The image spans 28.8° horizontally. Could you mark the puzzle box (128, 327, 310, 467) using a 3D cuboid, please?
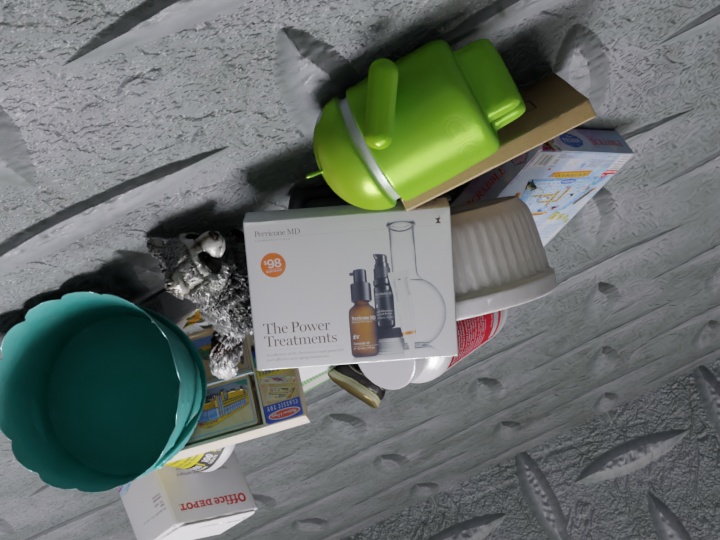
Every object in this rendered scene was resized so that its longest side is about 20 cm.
[{"bbox_3d":[-0.164,0.130,1.534,0.199,0.133,0.025,-17,155,4],"label":"puzzle box"}]

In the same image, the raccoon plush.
[{"bbox_3d":[-0.159,0.043,1.425,0.134,0.097,0.201,-7,120,-36],"label":"raccoon plush"}]

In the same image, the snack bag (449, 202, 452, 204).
[{"bbox_3d":[0.086,-0.032,1.737,0.199,0.021,0.189,-14,159,-29],"label":"snack bag"}]

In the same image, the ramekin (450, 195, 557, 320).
[{"bbox_3d":[0.101,-0.011,1.493,0.199,0.105,0.200,-14,-176,1],"label":"ramekin"}]

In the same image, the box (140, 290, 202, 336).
[{"bbox_3d":[-0.148,0.012,1.525,0.200,0.042,0.039,-31,162,13],"label":"box"}]

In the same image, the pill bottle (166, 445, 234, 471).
[{"bbox_3d":[-0.251,0.169,1.658,0.200,0.113,0.112,16,139,-36],"label":"pill bottle"}]

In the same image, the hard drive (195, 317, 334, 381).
[{"bbox_3d":[-0.082,0.066,1.616,0.132,0.026,0.200,-25,144,16],"label":"hard drive"}]

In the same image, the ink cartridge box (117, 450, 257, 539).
[{"bbox_3d":[-0.238,0.240,1.779,0.084,0.201,0.145,-38,157,34],"label":"ink cartridge box"}]

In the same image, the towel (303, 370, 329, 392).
[{"bbox_3d":[-0.072,0.131,1.977,0.152,0.023,0.200,-28,162,10],"label":"towel"}]

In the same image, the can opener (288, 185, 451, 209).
[{"bbox_3d":[0.017,-0.088,1.476,0.199,0.053,0.067,-9,124,-39],"label":"can opener"}]

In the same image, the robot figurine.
[{"bbox_3d":[0.045,-0.130,1.265,0.200,0.116,0.175,-28,173,11],"label":"robot figurine"}]

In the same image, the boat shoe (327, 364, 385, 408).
[{"bbox_3d":[0.004,0.122,1.727,0.066,0.072,0.201,-55,-178,-2],"label":"boat shoe"}]

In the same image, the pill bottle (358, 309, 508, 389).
[{"bbox_3d":[0.082,0.064,1.657,0.112,0.112,0.200,-41,173,39],"label":"pill bottle"}]

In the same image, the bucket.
[{"bbox_3d":[-0.262,0.125,1.445,0.207,0.208,0.135,-26,171,4],"label":"bucket"}]

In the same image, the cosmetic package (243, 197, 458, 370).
[{"bbox_3d":[-0.008,0.013,1.365,0.199,0.151,0.052,-5,-168,0],"label":"cosmetic package"}]

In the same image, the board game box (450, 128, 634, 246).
[{"bbox_3d":[0.197,-0.087,1.655,0.200,0.041,0.200,-3,143,-48],"label":"board game box"}]

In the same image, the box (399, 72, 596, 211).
[{"bbox_3d":[0.121,-0.129,1.376,0.199,0.021,0.164,-26,-163,3],"label":"box"}]
